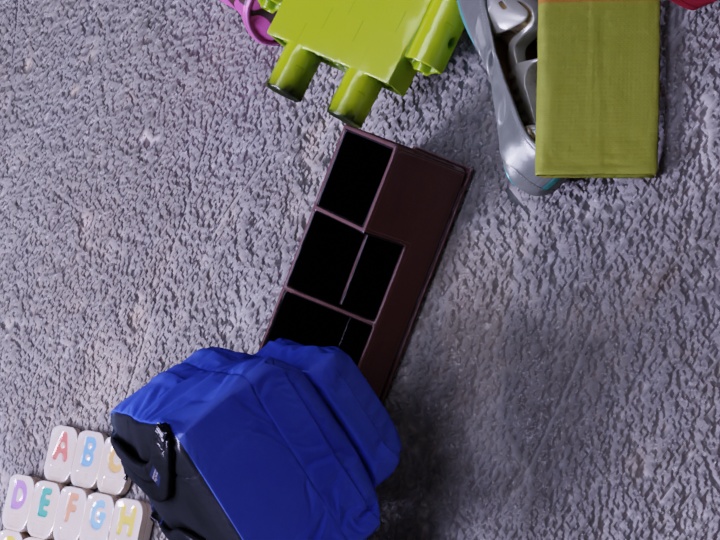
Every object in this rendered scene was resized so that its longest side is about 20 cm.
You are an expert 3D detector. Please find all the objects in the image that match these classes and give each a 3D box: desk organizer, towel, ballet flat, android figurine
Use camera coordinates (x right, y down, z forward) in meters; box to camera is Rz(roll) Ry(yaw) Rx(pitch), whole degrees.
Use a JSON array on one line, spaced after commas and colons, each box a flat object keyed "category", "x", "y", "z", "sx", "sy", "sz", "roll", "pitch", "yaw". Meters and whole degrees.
[{"category": "desk organizer", "x": 0.000, "y": 0.000, "z": 1.767, "sx": 0.072, "sy": 0.077, "sz": 0.201, "roll": 26, "pitch": 97, "yaw": 49}, {"category": "towel", "x": 0.164, "y": -0.159, "z": 1.653, "sx": 0.086, "sy": 0.018, "sz": 0.201, "roll": 0, "pitch": 74, "yaw": 9}, {"category": "ballet flat", "x": 0.119, "y": -0.151, "z": 1.694, "sx": 0.064, "sy": 0.067, "sz": 0.201, "roll": -38, "pitch": 57, "yaw": 49}, {"category": "android figurine", "x": 0.007, "y": -0.213, "z": 1.823, "sx": 0.182, "sy": 0.041, "sz": 0.200, "roll": 27, "pitch": 88, "yaw": 31}]

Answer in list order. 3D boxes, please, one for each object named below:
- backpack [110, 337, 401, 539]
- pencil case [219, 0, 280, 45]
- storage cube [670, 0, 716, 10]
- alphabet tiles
[{"category": "backpack", "x": -0.075, "y": 0.134, "z": 1.706, "sx": 0.163, "sy": 0.168, "sz": 0.200, "roll": 63, "pitch": 157, "yaw": -11}, {"category": "pencil case", "x": -0.108, "y": -0.248, "z": 1.965, "sx": 0.200, "sy": 0.091, "sz": 0.094, "roll": 38, "pitch": 138, "yaw": 46}, {"category": "storage cube", "x": 0.227, "y": -0.301, "z": 1.548, "sx": 0.179, "sy": 0.171, "sz": 0.201, "roll": -21, "pitch": 62, "yaw": 42}, {"category": "alphabet tiles", "x": -0.245, "y": 0.231, "z": 2.008, "sx": 0.200, "sy": 0.015, "sz": 0.196, "roll": 5, "pitch": 81, "yaw": 49}]
